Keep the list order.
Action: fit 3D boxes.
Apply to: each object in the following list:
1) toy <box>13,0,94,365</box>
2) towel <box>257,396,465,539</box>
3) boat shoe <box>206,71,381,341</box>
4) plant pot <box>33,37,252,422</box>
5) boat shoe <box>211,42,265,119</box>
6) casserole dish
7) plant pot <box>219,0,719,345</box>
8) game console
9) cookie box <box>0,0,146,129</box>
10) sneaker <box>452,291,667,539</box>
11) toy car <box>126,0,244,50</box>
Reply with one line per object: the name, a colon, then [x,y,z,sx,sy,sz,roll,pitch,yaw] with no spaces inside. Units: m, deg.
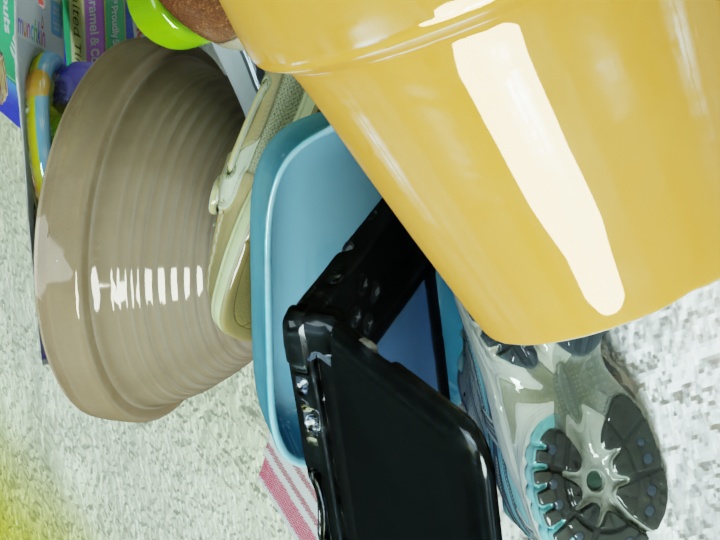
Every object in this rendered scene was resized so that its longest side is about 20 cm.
toy: [-0.146,-0.051,1.205,0.115,0.047,0.200,24,-115,-86]
towel: [0.007,0.104,1.201,0.146,0.030,0.200,56,148,30]
boat shoe: [-0.025,-0.065,1.068,0.063,0.073,0.201,33,107,46]
plant pot: [-0.081,-0.017,1.183,0.093,0.201,0.201,8,115,21]
boat shoe: [-0.026,-0.094,1.136,0.057,0.069,0.200,-22,82,33]
casserole dish: [0.000,0.000,1.053,0.039,0.121,0.200,38,137,45]
plant pot: [0.067,-0.082,0.841,0.200,0.200,0.184,3,121,62]
game console: [0.041,0.093,0.981,0.116,0.176,0.200,8,124,24]
cookie box: [-0.172,-0.165,1.354,0.200,0.075,0.171,37,133,50]
sneaker: [0.066,0.030,0.999,0.086,0.077,0.200,0,103,66]
toy car: [-0.093,-0.204,1.011,0.164,0.200,0.158,-10,58,58]
